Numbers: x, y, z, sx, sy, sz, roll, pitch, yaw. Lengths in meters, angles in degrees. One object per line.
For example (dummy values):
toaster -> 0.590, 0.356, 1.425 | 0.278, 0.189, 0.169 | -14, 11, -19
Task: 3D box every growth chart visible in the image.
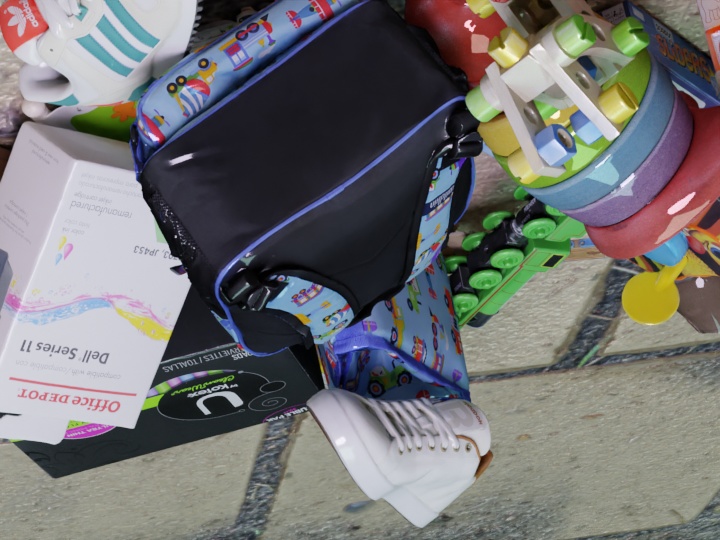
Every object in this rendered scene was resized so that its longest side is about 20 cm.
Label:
growth chart -> -0.096, -0.104, 1.378 | 0.200, 0.018, 0.145 | -19, 156, 19

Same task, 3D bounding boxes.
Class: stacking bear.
stacking bear -> 0.107, -0.107, 1.312 | 0.200, 0.114, 0.121 | 40, 174, -24

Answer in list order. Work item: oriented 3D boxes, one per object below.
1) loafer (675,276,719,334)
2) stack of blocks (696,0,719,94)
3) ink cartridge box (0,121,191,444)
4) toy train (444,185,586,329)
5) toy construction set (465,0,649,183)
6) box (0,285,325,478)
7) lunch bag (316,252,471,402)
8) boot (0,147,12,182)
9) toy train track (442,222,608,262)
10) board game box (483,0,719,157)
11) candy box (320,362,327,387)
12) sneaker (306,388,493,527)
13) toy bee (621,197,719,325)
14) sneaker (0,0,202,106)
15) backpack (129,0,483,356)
loafer -> 0.252, 0.011, 1.671 | 0.073, 0.071, 0.200 | -20, 180, 21
stack of blocks -> 0.273, -0.095, 1.447 | 0.059, 0.115, 0.200 | -20, 155, 18
ink cartridge box -> -0.172, 0.023, 1.385 | 0.117, 0.067, 0.200 | 10, 107, -42
toy train -> 0.103, -0.014, 1.542 | 0.056, 0.042, 0.200 | 6, 149, -27
toy construction set -> 0.072, -0.151, 1.179 | 0.092, 0.200, 0.131 | -19, -169, 30
box -> -0.142, 0.038, 1.543 | 0.200, 0.124, 0.149 | -16, 156, 7
lunch bag -> 0.000, 0.000, 1.472 | 0.094, 0.151, 0.200 | -14, 160, 6
boot -> -0.281, -0.020, 1.433 | 0.200, 0.070, 0.146 | 3, 159, -28
toy train track -> 0.123, -0.023, 1.608 | 0.200, 0.033, 0.115 | -5, 159, 18
board game box -> 0.159, -0.098, 1.484 | 0.135, 0.034, 0.200 | -23, 155, 26
candy box -> -0.100, 0.065, 1.743 | 0.102, 0.026, 0.200 | -19, 155, 23
sneaker -> 0.029, 0.099, 1.462 | 0.085, 0.073, 0.200 | -36, 157, 6
toy bee -> 0.215, -0.017, 1.461 | 0.131, 0.109, 0.200 | -50, -178, 7
sneaker -> -0.138, -0.138, 1.213 | 0.093, 0.070, 0.200 | -12, 160, -14
backpack -> -0.026, -0.046, 1.291 | 0.183, 0.135, 0.200 | -37, 163, -7
